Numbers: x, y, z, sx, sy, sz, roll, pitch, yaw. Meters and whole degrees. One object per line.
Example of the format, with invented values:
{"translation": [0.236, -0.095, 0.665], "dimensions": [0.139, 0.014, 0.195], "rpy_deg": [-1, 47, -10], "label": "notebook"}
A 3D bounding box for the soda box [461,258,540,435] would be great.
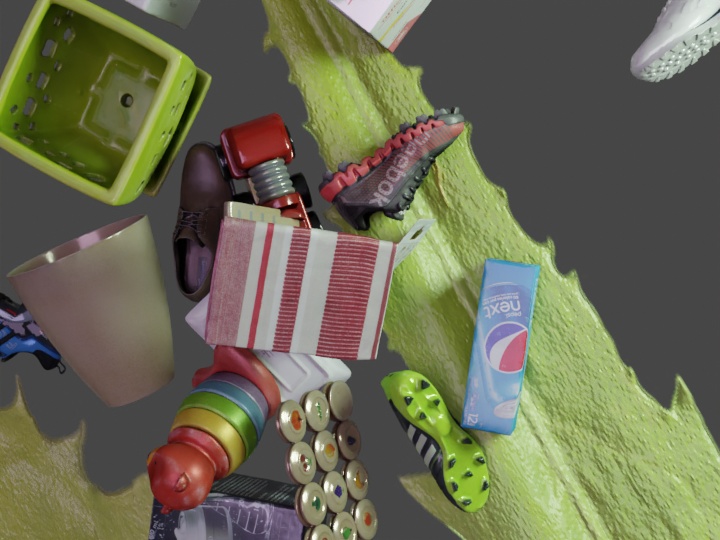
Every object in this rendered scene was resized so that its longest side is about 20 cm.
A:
{"translation": [0.168, 0.090, 1.518], "dimensions": [0.063, 0.068, 0.203], "rpy_deg": [8, 93, 12], "label": "soda box"}

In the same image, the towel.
{"translation": [-0.067, 0.022, 1.404], "dimensions": [0.197, 0.023, 0.146], "rpy_deg": [8, 106, -13], "label": "towel"}

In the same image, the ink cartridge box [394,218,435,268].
{"translation": [0.000, 0.000, 1.504], "dimensions": [0.047, 0.160, 0.200], "rpy_deg": [43, 99, 6], "label": "ink cartridge box"}

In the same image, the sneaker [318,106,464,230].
{"translation": [0.050, -0.117, 1.536], "dimensions": [0.199, 0.071, 0.099], "rpy_deg": [-32, 85, 13], "label": "sneaker"}

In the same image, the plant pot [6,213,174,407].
{"translation": [-0.312, 0.059, 1.575], "dimensions": [0.185, 0.187, 0.202], "rpy_deg": [-19, 101, 12], "label": "plant pot"}

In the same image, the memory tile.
{"translation": [-0.037, 0.242, 1.527], "dimensions": [0.017, 0.153, 0.203], "rpy_deg": [-13, 90, 32], "label": "memory tile"}

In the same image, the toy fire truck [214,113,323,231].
{"translation": [-0.116, -0.093, 1.489], "dimensions": [0.127, 0.200, 0.178], "rpy_deg": [-18, 88, -10], "label": "toy fire truck"}

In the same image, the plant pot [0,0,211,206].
{"translation": [-0.307, -0.206, 1.551], "dimensions": [0.197, 0.181, 0.202], "rpy_deg": [28, 97, 10], "label": "plant pot"}

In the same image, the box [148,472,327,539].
{"translation": [-0.155, 0.362, 1.569], "dimensions": [0.194, 0.124, 0.203], "rpy_deg": [8, 93, 13], "label": "box"}

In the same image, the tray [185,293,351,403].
{"translation": [-0.115, 0.096, 1.578], "dimensions": [0.107, 0.022, 0.200], "rpy_deg": [-43, 97, 9], "label": "tray"}

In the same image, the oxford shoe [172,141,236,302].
{"translation": [-0.198, -0.061, 1.583], "dimensions": [0.072, 0.084, 0.203], "rpy_deg": [-1, 90, 13], "label": "oxford shoe"}

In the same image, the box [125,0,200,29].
{"translation": [-0.297, -0.396, 1.558], "dimensions": [0.199, 0.152, 0.107], "rpy_deg": [29, 98, 10], "label": "box"}

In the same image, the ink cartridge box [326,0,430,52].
{"translation": [0.030, -0.329, 1.467], "dimensions": [0.067, 0.200, 0.117], "rpy_deg": [38, 99, 8], "label": "ink cartridge box"}

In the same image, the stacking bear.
{"translation": [-0.185, 0.200, 1.517], "dimensions": [0.113, 0.201, 0.122], "rpy_deg": [37, 135, -4], "label": "stacking bear"}

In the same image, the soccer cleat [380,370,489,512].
{"translation": [0.093, 0.204, 1.543], "dimensions": [0.067, 0.081, 0.201], "rpy_deg": [-35, 105, -18], "label": "soccer cleat"}

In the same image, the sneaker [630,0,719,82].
{"translation": [0.385, -0.300, 1.467], "dimensions": [0.199, 0.076, 0.081], "rpy_deg": [-39, 73, 6], "label": "sneaker"}

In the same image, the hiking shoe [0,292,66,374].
{"translation": [-0.474, 0.074, 1.649], "dimensions": [0.197, 0.074, 0.088], "rpy_deg": [12, 93, 11], "label": "hiking shoe"}
